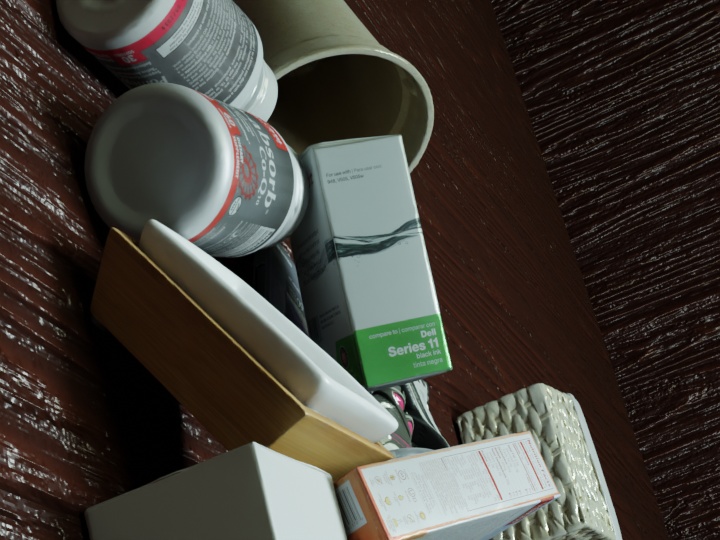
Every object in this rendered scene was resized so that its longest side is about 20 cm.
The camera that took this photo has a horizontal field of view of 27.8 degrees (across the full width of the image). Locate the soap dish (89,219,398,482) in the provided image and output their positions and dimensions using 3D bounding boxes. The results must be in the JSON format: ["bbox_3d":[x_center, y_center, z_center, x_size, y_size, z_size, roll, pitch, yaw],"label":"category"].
[{"bbox_3d":[-0.079,0.064,0.972,0.200,0.081,0.157,41,1,28],"label":"soap dish"}]

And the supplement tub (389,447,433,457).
[{"bbox_3d":[0.043,0.256,1.171,0.122,0.121,0.202,42,29,-57],"label":"supplement tub"}]

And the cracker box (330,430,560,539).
[{"bbox_3d":[0.029,0.176,1.015,0.199,0.134,0.058,-2,60,-50],"label":"cracker box"}]

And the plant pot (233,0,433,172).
[{"bbox_3d":[-0.054,-0.180,1.378,0.201,0.199,0.184,50,11,-47],"label":"plant pot"}]

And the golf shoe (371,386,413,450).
[{"bbox_3d":[0.036,0.199,1.327,0.201,0.077,0.088,58,23,-27],"label":"golf shoe"}]

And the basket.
[{"bbox_3d":[0.210,0.249,1.730,0.123,0.134,0.202,36,34,-58],"label":"basket"}]

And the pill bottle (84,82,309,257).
[{"bbox_3d":[-0.115,-0.070,1.102,0.117,0.115,0.200,69,15,9],"label":"pill bottle"}]

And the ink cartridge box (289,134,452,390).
[{"bbox_3d":[0.000,0.000,1.231,0.147,0.082,0.202,150,-71,-73],"label":"ink cartridge box"}]

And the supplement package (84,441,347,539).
[{"bbox_3d":[-0.065,0.222,0.852,0.120,0.120,0.202,36,35,-62],"label":"supplement package"}]

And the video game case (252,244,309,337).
[{"bbox_3d":[-0.056,0.074,1.290,0.143,0.019,0.201,57,18,-35],"label":"video game case"}]

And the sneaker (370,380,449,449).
[{"bbox_3d":[0.063,0.167,1.450,0.202,0.075,0.115,67,17,6],"label":"sneaker"}]

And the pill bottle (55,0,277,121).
[{"bbox_3d":[-0.145,-0.183,1.167,0.200,0.110,0.112,43,28,-56],"label":"pill bottle"}]
